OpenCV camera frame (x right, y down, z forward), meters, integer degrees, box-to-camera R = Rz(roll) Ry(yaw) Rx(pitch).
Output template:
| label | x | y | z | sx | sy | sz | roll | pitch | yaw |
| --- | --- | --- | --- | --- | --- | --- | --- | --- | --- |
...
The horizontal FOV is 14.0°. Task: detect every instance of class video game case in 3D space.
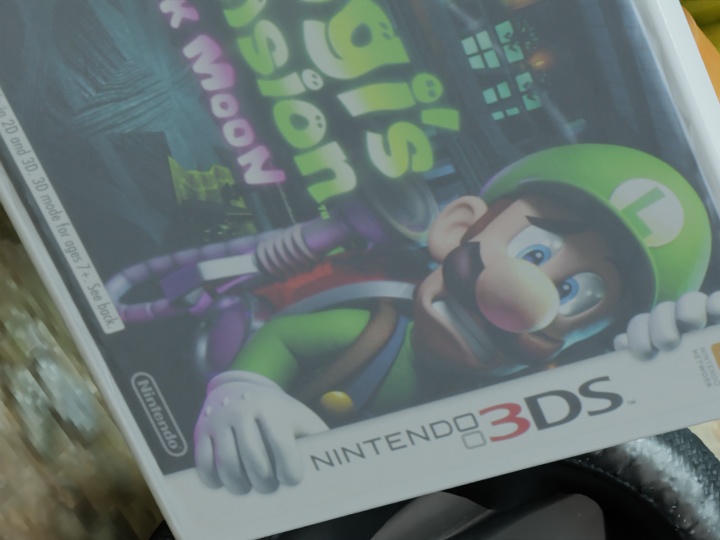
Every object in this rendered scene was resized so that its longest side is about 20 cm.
| label | x | y | z | sx | sy | sz | roll | pitch | yaw |
| --- | --- | --- | --- | --- | --- | --- | --- | --- | --- |
| video game case | -0.004 | -0.032 | 0.724 | 0.181 | 0.023 | 0.201 | -16 | 114 | 20 |

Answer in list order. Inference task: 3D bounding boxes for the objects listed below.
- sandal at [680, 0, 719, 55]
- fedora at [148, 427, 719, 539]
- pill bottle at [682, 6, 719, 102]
| label | x | y | z | sx | sy | sz | roll | pitch | yaw |
| --- | --- | --- | --- | --- | --- | --- | --- | --- | --- |
| sandal | 0.152 | -0.137 | 0.925 | 0.087 | 0.079 | 0.201 | 25 | 87 | -33 |
| fedora | 0.017 | 0.108 | 0.868 | 0.199 | 0.092 | 0.202 | -3 | 102 | -14 |
| pill bottle | 0.021 | -0.103 | 0.838 | 0.200 | 0.106 | 0.106 | 44 | 76 | -27 |
